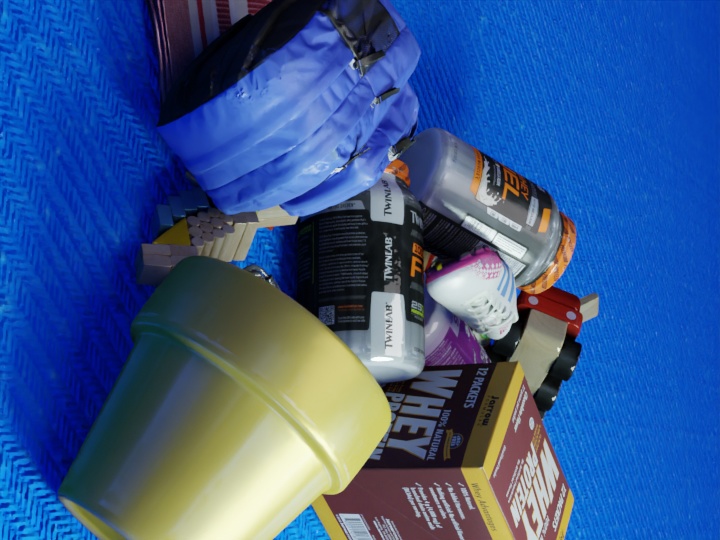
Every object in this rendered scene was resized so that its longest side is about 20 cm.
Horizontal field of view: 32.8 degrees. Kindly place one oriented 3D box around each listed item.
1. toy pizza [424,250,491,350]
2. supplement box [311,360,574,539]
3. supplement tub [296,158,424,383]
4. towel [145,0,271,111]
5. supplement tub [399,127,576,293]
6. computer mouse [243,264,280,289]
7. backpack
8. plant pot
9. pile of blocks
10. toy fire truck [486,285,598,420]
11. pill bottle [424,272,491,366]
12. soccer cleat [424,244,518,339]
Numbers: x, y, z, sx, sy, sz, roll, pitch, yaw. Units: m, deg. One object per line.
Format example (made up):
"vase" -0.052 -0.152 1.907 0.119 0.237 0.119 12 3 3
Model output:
"toy pizza" 0.112 0.038 1.409 0.199 0.031 0.203 -9 101 -53
"supplement box" 0.076 0.208 1.183 0.198 0.198 0.133 65 35 -32
"supplement tub" 0.000 0.000 1.154 0.122 0.121 0.202 23 63 -57
"towel" -0.119 -0.197 1.082 0.199 0.023 0.146 -9 93 -61
"supplement tub" 0.130 -0.059 1.328 0.199 0.122 0.124 27 59 -24
"computer mouse" -0.089 0.098 1.070 0.201 0.046 0.141 61 39 -19
"backpack" -0.049 -0.131 0.983 0.168 0.162 0.200 53 42 -12
"plant pot" -0.109 0.124 0.881 0.189 0.200 0.201 -52 133 -23
"pile of blocks" -0.128 -0.034 1.018 0.200 0.082 0.062 -37 161 -47
"toy fire truck" 0.225 0.073 1.475 0.177 0.127 0.201 108 3 -50
"pill bottle" 0.075 0.099 1.288 0.200 0.111 0.113 54 42 -43
"soccer cleat" 0.120 0.025 1.200 0.087 0.069 0.200 69 18 7
